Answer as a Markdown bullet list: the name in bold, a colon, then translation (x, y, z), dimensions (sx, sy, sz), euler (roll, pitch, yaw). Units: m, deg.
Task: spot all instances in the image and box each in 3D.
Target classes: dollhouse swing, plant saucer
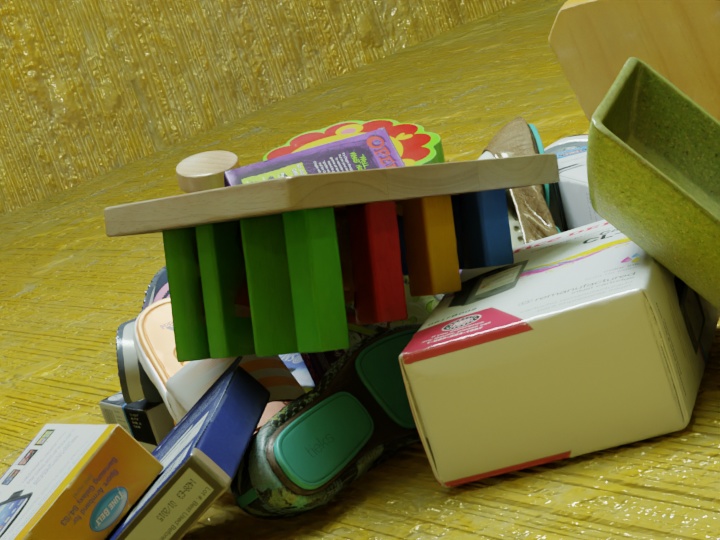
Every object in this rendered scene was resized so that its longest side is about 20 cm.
- **dollhouse swing**: translation (0.275, -0.163, 1.782), dimensions (0.199, 0.177, 0.181), euler (-13, 13, 39)
- **plant saucer**: translation (0.206, -0.026, 1.277), dimensions (0.048, 0.200, 0.200), euler (-51, -1, 20)

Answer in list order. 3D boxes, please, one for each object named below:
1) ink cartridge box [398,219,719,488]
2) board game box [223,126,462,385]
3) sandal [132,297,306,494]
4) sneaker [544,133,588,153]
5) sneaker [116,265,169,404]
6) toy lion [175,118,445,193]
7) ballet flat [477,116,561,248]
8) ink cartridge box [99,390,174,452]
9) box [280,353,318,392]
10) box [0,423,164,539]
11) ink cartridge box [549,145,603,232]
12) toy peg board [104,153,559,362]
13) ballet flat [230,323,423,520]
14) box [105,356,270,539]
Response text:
- **ink cartridge box**: translation (0.117, 0.038, 1.289), dimensions (0.146, 0.086, 0.200), euler (-17, 12, 17)
- **board game box**: translation (0.000, 0.000, 1.465), dimensions (0.119, 0.201, 0.032), euler (-18, -35, -13)
- **sandal**: translation (-0.092, 0.064, 1.407), dimensions (0.079, 0.060, 0.207), euler (-26, 43, -19)
- **sneaker**: translation (0.117, -0.050, 1.750), dimensions (0.198, 0.084, 0.121), euler (-16, 12, 19)
- **sneaker**: translation (-0.111, 0.043, 1.573), dimensions (0.081, 0.071, 0.200), euler (-6, 18, 9)
- **toy lion**: translation (-0.024, -0.053, 1.612), dimensions (0.190, 0.069, 0.200), euler (-17, 25, -11)
- **ballet flat**: translation (0.096, -0.025, 1.467), dimensions (0.072, 0.068, 0.201), euler (-4, 50, -10)
- **ink cartridge box**: translation (-0.080, 0.072, 1.619), dimensions (0.199, 0.040, 0.099), euler (-24, 10, -25)
- **box**: translation (0.008, 0.033, 1.527), dimensions (0.121, 0.048, 0.200), euler (-4, 33, 51)
- **box**: translation (-0.185, 0.143, 1.279), dimensions (0.119, 0.041, 0.200), euler (-51, 11, -15)
- **ink cartridge box**: translation (0.203, -0.043, 1.504), dimensions (0.145, 0.087, 0.200), euler (-13, 11, -10)
- **toy peg board**: translation (-0.015, -0.005, 1.339), dimensions (0.198, 0.099, 0.199), euler (-7, 1, -37)
- **ballet flat**: translation (-0.007, 0.089, 1.332), dimensions (0.074, 0.075, 0.199), euler (-10, 10, 42)
- **box**: translation (-0.106, 0.122, 1.274), dimensions (0.121, 0.032, 0.200), euler (-48, 6, 14)
